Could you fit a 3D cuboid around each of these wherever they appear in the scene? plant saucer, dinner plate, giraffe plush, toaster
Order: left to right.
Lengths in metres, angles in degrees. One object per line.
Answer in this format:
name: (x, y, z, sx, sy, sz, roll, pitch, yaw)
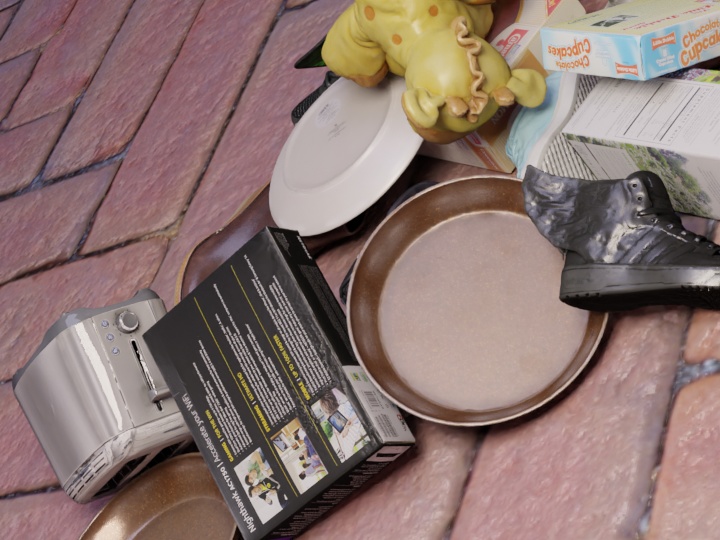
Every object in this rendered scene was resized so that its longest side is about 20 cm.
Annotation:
toaster: (-0.217, 0.113, 1.483, 0.113, 0.129, 0.200, -16, -16, -36)
plant saucer: (-0.166, 0.239, 1.407, 0.200, 0.037, 0.201, -29, 33, 21)
dinner plate: (-0.014, -0.120, 1.557, 0.200, 0.024, 0.201, -32, 36, 27)
giraffe plush: (0.067, -0.177, 1.422, 0.172, 0.200, 0.162, -28, 67, 0)
plant saucer: (0.089, 0.025, 1.304, 0.200, 0.034, 0.201, -6, 67, 14)

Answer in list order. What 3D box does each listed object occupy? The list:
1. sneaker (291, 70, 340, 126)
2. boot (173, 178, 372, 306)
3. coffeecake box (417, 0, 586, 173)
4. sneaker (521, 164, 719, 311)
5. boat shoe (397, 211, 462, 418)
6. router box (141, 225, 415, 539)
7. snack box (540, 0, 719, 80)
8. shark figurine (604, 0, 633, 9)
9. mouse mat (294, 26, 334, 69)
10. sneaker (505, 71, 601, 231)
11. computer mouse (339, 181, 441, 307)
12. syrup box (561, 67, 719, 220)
sneaker: (0.006, -0.213, 1.716, 0.200, 0.086, 0.080, -38, 29, 10)
boot: (-0.075, -0.023, 1.588, 0.166, 0.072, 0.200, -15, 37, 42)
coffeecake box: (0.102, -0.179, 1.575, 0.154, 0.073, 0.200, -51, 32, -14)
sneaker: (0.205, -0.027, 1.230, 0.199, 0.060, 0.105, -3, 70, 33)
boat shoe: (0.058, 0.026, 1.384, 0.200, 0.071, 0.072, -59, 8, -12)
router box: (-0.067, 0.089, 1.340, 0.149, 0.051, 0.200, -39, 66, 24)
snack box: (0.253, -0.191, 1.354, 0.200, 0.037, 0.116, -19, 19, -29)
shark figurine: (0.249, -0.261, 1.451, 0.089, 0.215, 0.128, 31, 51, 28)
mouse mat: (0.041, -0.242, 1.535, 0.200, 0.008, 0.161, -38, -7, 24)
sneaker: (0.153, -0.090, 1.421, 0.082, 0.074, 0.200, -27, 25, 41)
computer mouse: (0.000, 0.000, 1.436, 0.200, 0.140, 0.046, -61, 0, -23)
syrup box: (0.251, -0.095, 1.295, 0.082, 0.079, 0.200, -51, 32, -15)
